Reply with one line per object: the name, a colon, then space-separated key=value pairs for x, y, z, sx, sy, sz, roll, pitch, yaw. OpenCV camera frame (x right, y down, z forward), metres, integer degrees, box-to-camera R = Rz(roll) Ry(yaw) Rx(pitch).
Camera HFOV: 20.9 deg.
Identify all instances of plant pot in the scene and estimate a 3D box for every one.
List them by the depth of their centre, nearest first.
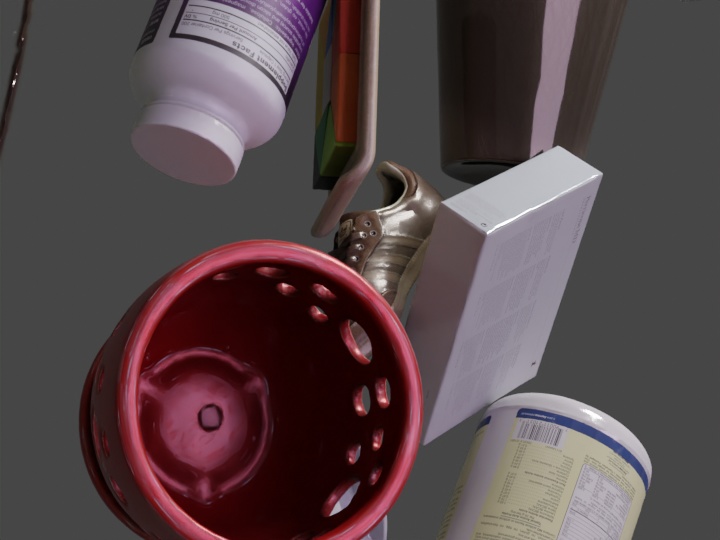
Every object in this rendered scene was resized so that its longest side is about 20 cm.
plant pot: x=-0.084 y=0.091 z=1.255 sx=0.199 sy=0.182 sz=0.202 roll=4 pitch=81 yaw=-23

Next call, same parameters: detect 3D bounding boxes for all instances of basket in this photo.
basket: x=0.133 y=-0.172 z=1.572 sx=0.179 sy=0.136 sz=0.202 roll=10 pitch=81 yaw=-18

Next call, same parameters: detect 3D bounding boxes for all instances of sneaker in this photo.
sneaker: x=0.000 y=0.000 z=1.471 sx=0.076 sy=0.070 sz=0.200 roll=44 pitch=48 yaw=-12

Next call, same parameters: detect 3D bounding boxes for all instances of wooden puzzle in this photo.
wooden puzzle: x=-0.012 y=-0.138 z=1.409 sx=0.037 sy=0.185 sz=0.202 roll=8 pitch=77 yaw=-7

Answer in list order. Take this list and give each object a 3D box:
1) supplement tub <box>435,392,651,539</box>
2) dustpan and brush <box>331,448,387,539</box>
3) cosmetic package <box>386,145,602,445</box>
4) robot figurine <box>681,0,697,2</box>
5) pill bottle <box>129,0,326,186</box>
supplement tub: x=0.131 y=0.212 z=1.503 sx=0.145 sy=0.144 sz=0.201 roll=43 pitch=56 yaw=-32
dustpan and brush: x=-0.038 y=0.140 z=1.402 sx=0.139 sy=0.057 sz=0.202 roll=-21 pitch=99 yaw=-45
cosmetic package: x=0.100 y=0.019 z=1.490 sx=0.150 sy=0.052 sz=0.201 roll=-24 pitch=139 yaw=-43
robot figurine: x=0.331 y=-0.306 z=1.743 sx=0.169 sy=0.199 sz=0.114 roll=-23 pitch=100 yaw=-44
pill bottle: x=-0.091 y=-0.164 z=1.358 sx=0.112 sy=0.112 sz=0.201 roll=37 pitch=60 yaw=-35
